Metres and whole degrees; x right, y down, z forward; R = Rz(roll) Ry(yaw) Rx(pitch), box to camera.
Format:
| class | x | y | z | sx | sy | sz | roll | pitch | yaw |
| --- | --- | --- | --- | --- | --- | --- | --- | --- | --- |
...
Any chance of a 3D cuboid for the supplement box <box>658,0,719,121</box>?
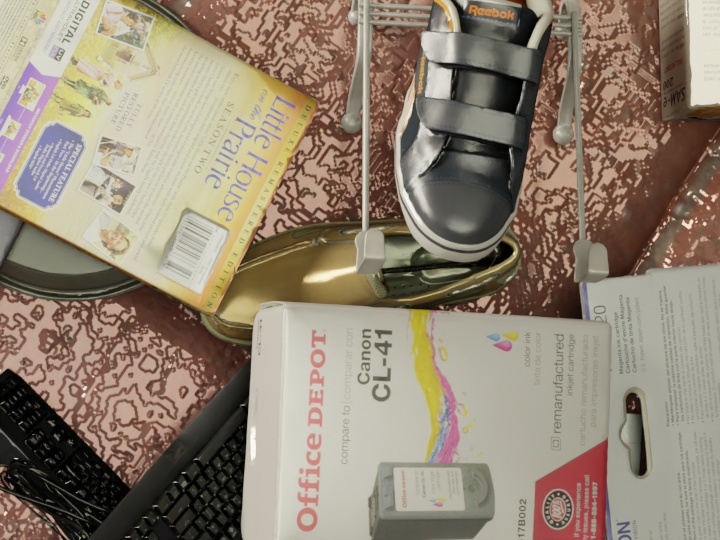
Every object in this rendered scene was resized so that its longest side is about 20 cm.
| class | x | y | z | sx | sy | sz | roll | pitch | yaw |
| --- | --- | --- | --- | --- | --- | --- | --- | --- | --- |
| supplement box | 0.253 | -0.195 | 1.334 | 0.126 | 0.074 | 0.201 | 0 | 88 | -7 |

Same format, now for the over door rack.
| class | x | y | z | sx | sy | sz | roll | pitch | yaw |
| --- | --- | --- | --- | --- | --- | --- | --- | --- | --- |
| over door rack | 0.065 | -0.076 | 1.296 | 0.147 | 0.067 | 0.201 | 2 | 61 | -7 |

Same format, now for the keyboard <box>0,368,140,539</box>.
| class | x | y | z | sx | sy | sz | roll | pitch | yaw |
| --- | --- | --- | --- | --- | --- | --- | --- | --- | --- |
| keyboard | -0.148 | 0.137 | 1.260 | 0.200 | 0.104 | 0.040 | 45 | 112 | -3 |

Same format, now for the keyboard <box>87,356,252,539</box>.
| class | x | y | z | sx | sy | sz | roll | pitch | yaw |
| --- | --- | --- | --- | --- | --- | --- | --- | --- | --- |
| keyboard | -0.074 | 0.151 | 1.262 | 0.127 | 0.021 | 0.200 | 55 | 53 | -19 |

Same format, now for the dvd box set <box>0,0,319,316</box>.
| class | x | y | z | sx | sy | sz | roll | pitch | yaw |
| --- | --- | --- | --- | --- | --- | --- | --- | --- | --- |
| dvd box set | -0.143 | -0.082 | 1.256 | 0.200 | 0.029 | 0.147 | 27 | 84 | -14 |

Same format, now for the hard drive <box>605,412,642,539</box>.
| class | x | y | z | sx | sy | sz | roll | pitch | yaw |
| --- | --- | --- | --- | --- | --- | --- | --- | --- | --- |
| hard drive | 0.103 | 0.185 | 1.327 | 0.131 | 0.026 | 0.201 | 4 | 87 | -6 |

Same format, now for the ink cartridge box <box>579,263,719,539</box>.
| class | x | y | z | sx | sy | sz | roll | pitch | yaw |
| --- | --- | --- | --- | --- | --- | --- | --- | --- | --- |
| ink cartridge box | 0.236 | 0.092 | 1.334 | 0.199 | 0.043 | 0.197 | -5 | 89 | -10 |

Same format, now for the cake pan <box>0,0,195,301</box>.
| class | x | y | z | sx | sy | sz | roll | pitch | yaw |
| --- | --- | --- | --- | --- | --- | --- | --- | --- | --- |
| cake pan | -0.175 | -0.082 | 1.300 | 0.200 | 0.037 | 0.201 | 0 | 88 | -7 |

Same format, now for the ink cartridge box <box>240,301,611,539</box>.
| class | x | y | z | sx | sy | sz | roll | pitch | yaw |
| --- | --- | --- | --- | --- | --- | --- | --- | --- | --- |
| ink cartridge box | 0.039 | 0.097 | 1.243 | 0.199 | 0.086 | 0.148 | 3 | 86 | -15 |

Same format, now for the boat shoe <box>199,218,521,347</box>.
| class | x | y | z | sx | sy | sz | roll | pitch | yaw |
| --- | --- | --- | --- | --- | --- | --- | --- | --- | --- |
| boat shoe | 0.000 | 0.000 | 1.297 | 0.199 | 0.076 | 0.072 | -14 | 90 | -7 |

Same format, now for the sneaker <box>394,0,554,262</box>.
| class | x | y | z | sx | sy | sz | roll | pitch | yaw |
| --- | --- | --- | --- | --- | --- | --- | --- | --- | --- |
| sneaker | 0.065 | -0.107 | 1.231 | 0.078 | 0.079 | 0.201 | 10 | 62 | -5 |

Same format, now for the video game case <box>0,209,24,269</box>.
| class | x | y | z | sx | sy | sz | roll | pitch | yaw |
| --- | --- | --- | --- | --- | --- | --- | --- | --- | --- |
| video game case | -0.243 | -0.101 | 1.265 | 0.143 | 0.019 | 0.200 | 26 | 84 | -5 |
